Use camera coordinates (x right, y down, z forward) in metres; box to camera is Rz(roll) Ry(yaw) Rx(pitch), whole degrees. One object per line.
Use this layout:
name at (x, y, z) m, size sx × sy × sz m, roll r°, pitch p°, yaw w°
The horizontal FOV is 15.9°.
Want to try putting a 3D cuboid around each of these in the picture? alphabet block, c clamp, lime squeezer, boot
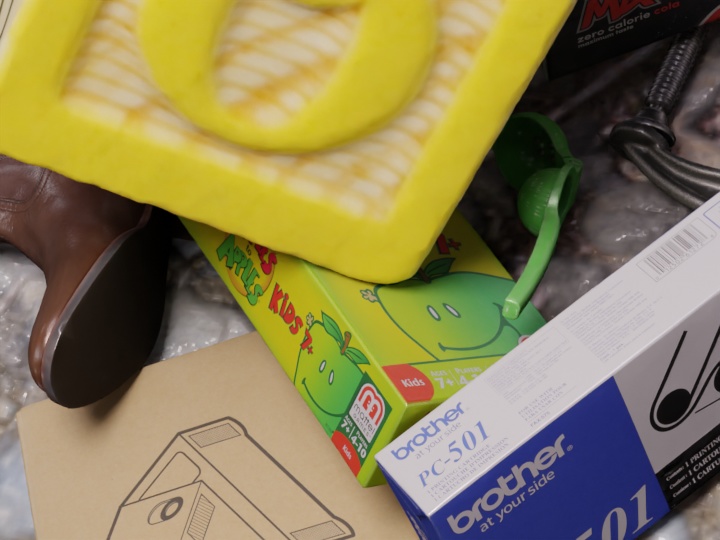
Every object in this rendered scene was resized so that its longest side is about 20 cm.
alphabet block at (-0.034, -0.147, 1.038) m, size 0.196 × 0.196 × 0.200 m, roll 17°, pitch 35°, yaw -17°
c clamp at (0.172, -0.104, 1.153) m, size 0.170 × 0.027 × 0.201 m, roll 12°, pitch 60°, yaw 17°
lime squeezer at (0.065, -0.042, 1.109) m, size 0.038 × 0.070 × 0.200 m, roll -60°, pitch 31°, yaw 25°
boot at (-0.181, -0.014, 1.156) m, size 0.199 × 0.064 × 0.187 m, roll 7°, pitch 36°, yaw 17°

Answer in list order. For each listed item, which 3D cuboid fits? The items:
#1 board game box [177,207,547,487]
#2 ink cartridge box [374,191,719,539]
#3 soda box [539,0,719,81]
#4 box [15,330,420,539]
board game box at (0.000, 0.000, 1.086) m, size 0.101 × 0.048 × 0.200 m, roll -4°, pitch 44°, yaw -37°
ink cartridge box at (0.108, 0.052, 1.022) m, size 0.200 × 0.094 × 0.044 m, roll -36°, pitch 45°, yaw -9°
soda box at (0.159, -0.157, 1.130) m, size 0.199 × 0.071 × 0.064 m, roll -20°, pitch 55°, yaw -4°
box at (-0.054, 0.120, 1.072) m, size 0.163 × 0.021 × 0.201 m, roll -17°, pitch 55°, yaw 5°
